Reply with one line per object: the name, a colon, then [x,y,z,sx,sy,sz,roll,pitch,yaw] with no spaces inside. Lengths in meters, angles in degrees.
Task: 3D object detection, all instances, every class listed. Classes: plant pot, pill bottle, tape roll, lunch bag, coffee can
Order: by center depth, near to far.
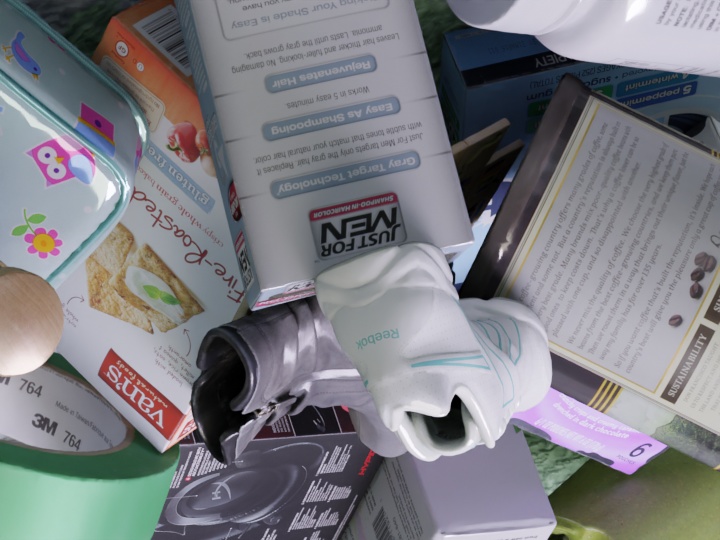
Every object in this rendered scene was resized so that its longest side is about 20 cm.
lunch bag: [-0.203,-0.037,1.085,0.160,0.077,0.200,37,121,-23]
pill bottle: [0.143,-0.154,1.114,0.199,0.114,0.114,3,140,-31]
coffee can: [0.159,0.011,1.159,0.199,0.147,0.147,26,137,3]
tape roll: [-0.193,0.083,1.194,0.199,0.200,0.048,10,106,-37]
plant pot: [0.191,0.177,1.467,0.189,0.200,0.200,-23,155,-42]

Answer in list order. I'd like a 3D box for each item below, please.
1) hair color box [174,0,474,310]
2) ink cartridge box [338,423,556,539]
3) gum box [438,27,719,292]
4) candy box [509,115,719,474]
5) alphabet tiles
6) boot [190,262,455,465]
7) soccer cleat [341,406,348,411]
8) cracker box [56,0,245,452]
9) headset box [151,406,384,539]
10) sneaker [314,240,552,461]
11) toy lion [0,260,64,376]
hair color box: [-0.024,-0.093,1.033,0.098,0.202,0.061,-13,173,-10]
ink cartridge box: [0.032,0.158,1.458,0.083,0.146,0.201,-2,142,-24]
gum box: [0.126,-0.068,1.286,0.169,0.045,0.201,-14,145,-10]
candy box: [0.176,0.020,1.330,0.200,0.072,0.167,-37,143,24]
alphabet tiles: [0.000,0.000,1.170,0.199,0.006,0.167,-30,160,-40]
boot: [-0.026,0.054,1.139,0.131,0.070,0.201,-34,151,-20]
soccer cleat: [0.005,0.009,1.290,0.068,0.073,0.200,19,153,17]
cracker box: [-0.095,-0.022,1.149,0.058,0.134,0.200,-36,164,-46]
headset box: [-0.097,0.115,1.395,0.199,0.078,0.149,-2,141,-24]
sneaker: [0.038,0.050,1.037,0.070,0.081,0.200,-22,160,18]
toy lion: [-0.231,-0.010,0.968,0.200,0.069,0.192,-39,115,-18]
